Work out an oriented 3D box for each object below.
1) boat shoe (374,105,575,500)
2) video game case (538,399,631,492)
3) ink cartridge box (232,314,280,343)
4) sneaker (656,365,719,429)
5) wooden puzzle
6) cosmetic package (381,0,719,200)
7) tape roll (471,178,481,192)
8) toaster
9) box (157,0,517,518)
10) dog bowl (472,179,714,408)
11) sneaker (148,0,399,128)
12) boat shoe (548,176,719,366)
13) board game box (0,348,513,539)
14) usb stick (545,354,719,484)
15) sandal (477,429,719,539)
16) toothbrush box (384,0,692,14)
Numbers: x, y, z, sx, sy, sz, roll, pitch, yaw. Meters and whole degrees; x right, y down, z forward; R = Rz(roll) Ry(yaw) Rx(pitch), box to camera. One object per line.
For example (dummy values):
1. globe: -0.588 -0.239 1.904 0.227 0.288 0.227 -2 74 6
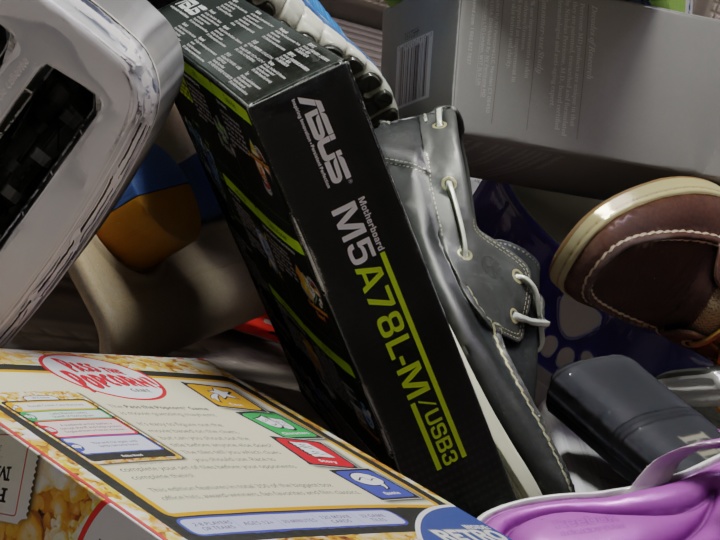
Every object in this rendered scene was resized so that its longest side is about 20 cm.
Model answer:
1. boat shoe: 0.050 0.016 0.850 0.067 0.072 0.201 -19 61 -8
2. video game case: 0.171 0.118 0.899 0.181 0.023 0.200 18 9 -3
3. ink cartridge box: -0.014 0.006 1.076 0.161 0.050 0.200 17 7 -5
4. sneaker: 0.200 0.085 0.878 0.075 0.093 0.199 0 -4 -43
5. wooden puzzle: -0.102 -0.065 0.912 0.046 0.201 0.185 -24 -1 22
6. cosmetic package: 0.117 -0.083 0.990 0.199 0.091 0.107 6 -7 -21
7. tape roll: 0.102 -0.013 1.339 0.199 0.066 0.200 19 10 -4
8. toaster: -0.138 -0.047 0.724 0.113 0.200 0.129 37 7 -10
9. box: -0.017 -0.009 0.810 0.047 0.194 0.200 -24 21 -10
10. dog bowl: 0.144 0.013 1.079 0.199 0.079 0.200 23 26 -12
11. sneaker: -0.045 -0.117 0.936 0.200 0.078 0.089 55 14 -37
12. boat shoe: 0.175 0.009 0.952 0.199 0.072 0.072 9 33 -44
13. board game box: -0.044 0.081 0.633 0.200 0.047 0.151 27 14 40
14. usb stick: 0.148 0.092 0.815 0.055 0.033 0.200 1 26 -34
15. sandal: 0.134 0.087 0.740 0.202 0.050 0.082 -13 35 -25
16. toothbrush box: 0.086 -0.169 1.005 0.145 0.087 0.200 2 -11 16
